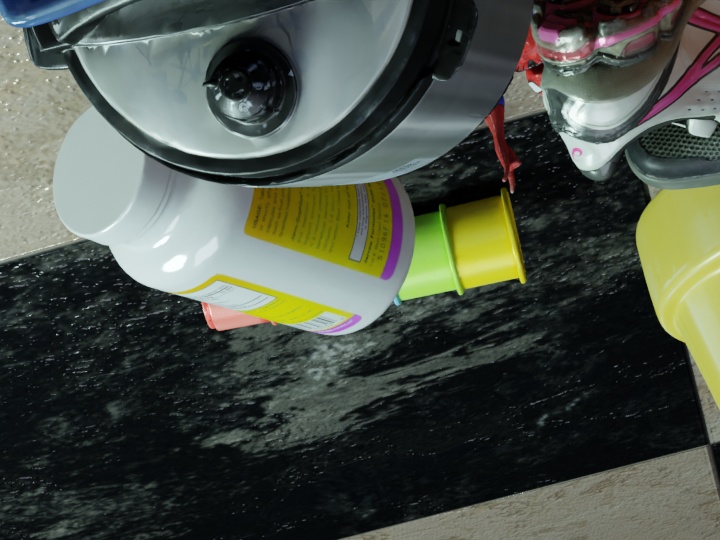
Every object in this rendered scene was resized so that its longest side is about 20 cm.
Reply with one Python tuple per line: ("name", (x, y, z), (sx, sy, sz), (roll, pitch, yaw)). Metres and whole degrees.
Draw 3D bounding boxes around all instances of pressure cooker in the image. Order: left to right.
("pressure cooker", (-0.027, -0.120, 0.869), (0.177, 0.178, 0.200), (-55, 166, 14))

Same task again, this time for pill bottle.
("pill bottle", (-0.068, -0.032, 1.176), (0.104, 0.105, 0.199), (-29, 150, 33))

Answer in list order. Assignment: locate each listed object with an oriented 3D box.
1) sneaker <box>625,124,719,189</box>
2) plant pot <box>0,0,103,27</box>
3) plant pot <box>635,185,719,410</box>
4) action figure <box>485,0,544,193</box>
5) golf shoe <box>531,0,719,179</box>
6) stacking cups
("sneaker", (0.228, -0.115, 1.171), (0.198, 0.077, 0.114), (-21, 152, 12))
("plant pot", (-0.084, -0.203, 0.707), (0.198, 0.202, 0.180), (-19, 160, 14))
("plant pot", (0.291, 0.036, 1.379), (0.199, 0.190, 0.201), (-9, 155, -4))
("action figure", (0.074, -0.115, 1.078), (0.065, 0.100, 0.200), (-21, 156, 13))
("golf shoe", (0.166, -0.117, 1.053), (0.199, 0.072, 0.093), (-27, 120, -25))
("stacking cups", (0.000, 0.000, 1.328), (0.198, 0.061, 0.061), (-13, 155, 4))
